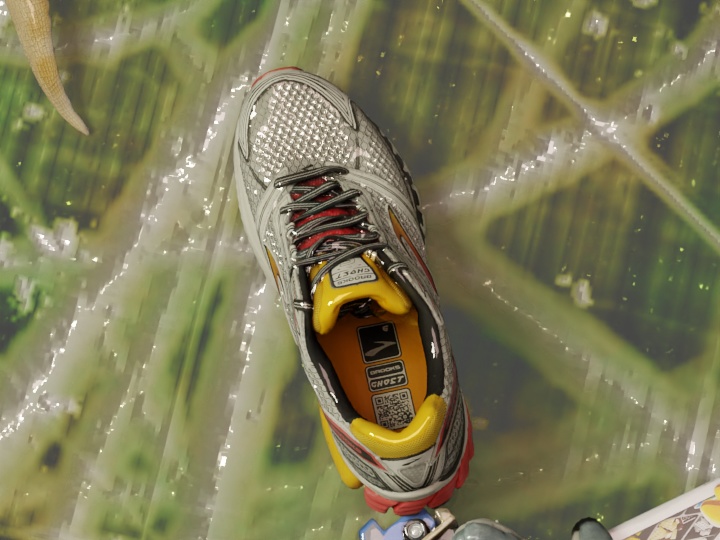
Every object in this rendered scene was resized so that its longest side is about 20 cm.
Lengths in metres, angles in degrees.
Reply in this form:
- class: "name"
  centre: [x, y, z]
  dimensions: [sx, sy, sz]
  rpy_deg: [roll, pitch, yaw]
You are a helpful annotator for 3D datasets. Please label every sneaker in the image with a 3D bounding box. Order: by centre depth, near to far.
- class: "sneaker"
  centre: [0.000, 0.000, 1.245]
  dimensions: [0.078, 0.082, 0.200]
  rpy_deg: [-21, 71, -4]

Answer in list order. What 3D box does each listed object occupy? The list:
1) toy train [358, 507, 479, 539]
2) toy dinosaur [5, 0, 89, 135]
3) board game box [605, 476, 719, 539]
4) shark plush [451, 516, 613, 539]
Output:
- class: "toy train"
  centre: [-0.032, 0.163, 1.252]
  dimensions: [0.200, 0.034, 0.046]
  rpy_deg: [-37, 73, -6]
- class: "toy dinosaur"
  centre: [-0.160, -0.162, 1.286]
  dimensions: [0.101, 0.058, 0.200]
  rpy_deg: [0, 81, -2]
- class: "board game box"
  centre: [0.144, 0.162, 1.253]
  dimensions: [0.200, 0.035, 0.126]
  rpy_deg: [-26, 83, -5]
- class: "shark plush"
  centre: [0.095, 0.189, 1.187]
  dimensions: [0.091, 0.083, 0.200]
  rpy_deg: [-25, 82, -4]
